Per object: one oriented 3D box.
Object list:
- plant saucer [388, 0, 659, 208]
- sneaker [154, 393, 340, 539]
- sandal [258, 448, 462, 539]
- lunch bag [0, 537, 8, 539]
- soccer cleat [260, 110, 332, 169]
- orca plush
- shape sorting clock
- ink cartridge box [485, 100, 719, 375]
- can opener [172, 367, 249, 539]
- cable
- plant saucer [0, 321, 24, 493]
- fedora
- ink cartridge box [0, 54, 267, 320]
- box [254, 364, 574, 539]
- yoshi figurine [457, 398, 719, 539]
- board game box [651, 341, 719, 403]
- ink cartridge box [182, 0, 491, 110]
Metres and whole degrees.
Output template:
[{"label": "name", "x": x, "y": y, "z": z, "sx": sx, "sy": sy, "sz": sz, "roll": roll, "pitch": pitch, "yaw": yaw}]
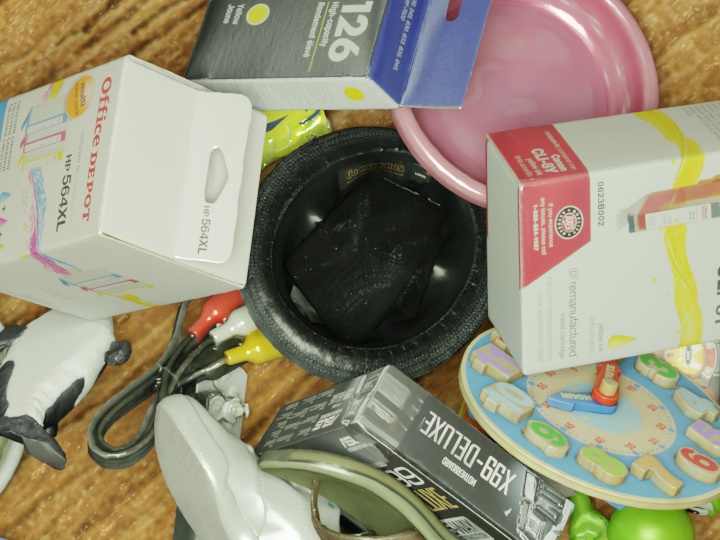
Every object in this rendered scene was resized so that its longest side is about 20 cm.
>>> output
[{"label": "plant saucer", "x": 0.110, "y": -0.129, "z": 1.321, "sx": 0.200, "sy": 0.051, "sz": 0.202, "roll": 4, "pitch": 72, "yaw": -12}, {"label": "sneaker", "x": -0.061, "y": 0.160, "z": 1.264, "sx": 0.088, "sy": 0.075, "sz": 0.200, "roll": -32, "pitch": 84, "yaw": -29}, {"label": "sandal", "x": 0.016, "y": 0.178, "z": 1.219, "sx": 0.201, "sy": 0.080, "sz": 0.057, "roll": 39, "pitch": 66, "yaw": -15}, {"label": "lunch bag", "x": -0.233, "y": 0.301, "z": 1.344, "sx": 0.199, "sy": 0.128, "sz": 0.171, "roll": 16, "pitch": 106, "yaw": -6}, {"label": "soccer cleat", "x": -0.067, "y": -0.105, "z": 1.363, "sx": 0.084, "sy": 0.065, "sz": 0.200, "roll": 38, "pitch": 97, "yaw": -12}, {"label": "orca plush", "x": -0.211, "y": 0.093, "z": 1.323, "sx": 0.105, "sy": 0.200, "sz": 0.071, "roll": -5, "pitch": 115, "yaw": -6}, {"label": "shape sorting clock", "x": 0.162, "y": 0.092, "z": 1.257, "sx": 0.199, "sy": 0.200, "sz": 0.039, "roll": 17, "pitch": 117, "yaw": 5}, {"label": "ink cartridge box", "x": 0.190, "y": -0.025, "z": 1.248, "sx": 0.199, "sy": 0.083, "sz": 0.146, "roll": -10, "pitch": 118, "yaw": -10}, {"label": "can opener", "x": -0.118, "y": 0.162, "z": 1.381, "sx": 0.066, "sy": 0.053, "sz": 0.201, "roll": 3, "pitch": 89, "yaw": 40}, {"label": "cable", "x": -0.126, "y": 0.059, "z": 1.328, "sx": 0.097, "sy": 0.050, "sz": 0.200, "roll": 41, "pitch": 51, "yaw": 22}, {"label": "plant saucer", "x": -0.338, "y": 0.100, "z": 1.396, "sx": 0.199, "sy": 0.050, "sz": 0.201, "roll": 0, "pitch": 91, "yaw": 6}, {"label": "fedora", "x": 0.000, "y": 0.000, "z": 1.325, "sx": 0.200, "sy": 0.092, "sz": 0.202, "roll": 5, "pitch": 68, "yaw": -13}, {"label": "ink cartridge box", "x": -0.163, "y": -0.054, "z": 1.267, "sx": 0.200, "sy": 0.125, "sz": 0.129, "roll": -13, "pitch": 65, "yaw": 45}, {"label": "box", "x": 0.030, "y": 0.142, "z": 1.268, "sx": 0.158, "sy": 0.200, "sz": 0.050, "roll": 38, "pitch": 67, "yaw": -13}, {"label": "yoshi figurine", "x": 0.156, "y": 0.154, "z": 1.305, "sx": 0.199, "sy": 0.112, "sz": 0.112, "roll": 15, "pitch": 108, "yaw": 3}, {"label": "board game box", "x": 0.209, "y": 0.058, "z": 1.356, "sx": 0.104, "sy": 0.023, "sz": 0.201, "roll": 3, "pitch": 90, "yaw": 8}, {"label": "ink cartridge box", "x": -0.006, "y": -0.201, "z": 1.295, "sx": 0.199, "sy": 0.047, "sz": 0.198, "roll": 0, "pitch": 59, "yaw": 27}]
